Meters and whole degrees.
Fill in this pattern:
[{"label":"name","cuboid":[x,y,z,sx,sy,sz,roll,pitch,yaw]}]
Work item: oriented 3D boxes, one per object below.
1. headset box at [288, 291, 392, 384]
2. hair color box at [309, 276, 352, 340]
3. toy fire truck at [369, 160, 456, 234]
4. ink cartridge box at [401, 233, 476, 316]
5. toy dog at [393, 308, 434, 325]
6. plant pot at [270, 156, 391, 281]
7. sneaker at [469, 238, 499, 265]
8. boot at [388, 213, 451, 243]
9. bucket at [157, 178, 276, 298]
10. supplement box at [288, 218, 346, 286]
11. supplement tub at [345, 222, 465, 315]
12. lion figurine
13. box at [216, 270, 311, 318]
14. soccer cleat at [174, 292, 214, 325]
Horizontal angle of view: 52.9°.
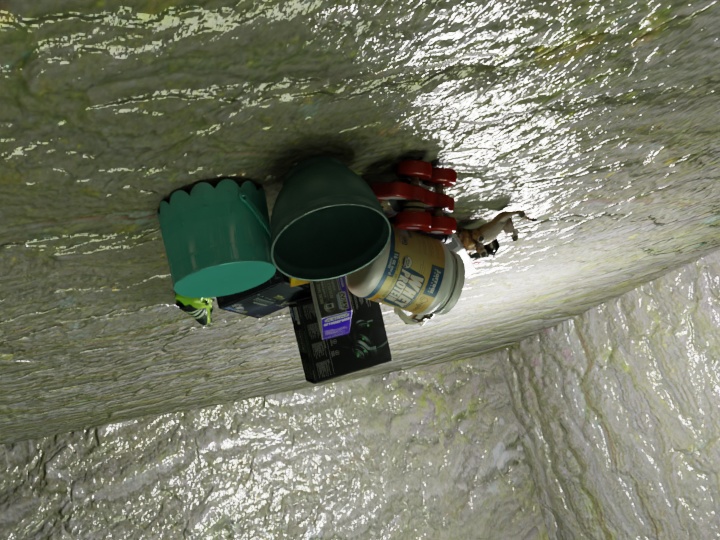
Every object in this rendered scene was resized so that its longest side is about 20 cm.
[{"label":"headset box","cuboid":[-0.038,0.130,1.567,0.195,0.179,0.093,-15,-179,-17]},{"label":"hair color box","cuboid":[-0.057,0.054,1.363,0.063,0.112,0.200,-13,165,-5]},{"label":"toy fire truck","cuboid":[0.078,-0.127,1.321,0.165,0.116,0.197,-3,175,40]},{"label":"ink cartridge box","cuboid":[0.153,0.014,1.600,0.198,0.045,0.176,-34,158,7]},{"label":"toy dog","cuboid":[0.154,0.052,1.775,0.195,0.138,0.201,-56,180,41]},{"label":"plant pot","cuboid":[-0.059,-0.096,1.178,0.194,0.137,0.202,-11,148,-7]},{"label":"sneaker","cuboid":[0.276,-0.053,1.776,0.097,0.073,0.198,-29,165,38]},{"label":"boot","cuboid":[0.070,-0.075,1.452,0.194,0.068,0.165,-10,-170,-11]},{"label":"bucket","cuboid":[-0.236,-0.047,1.215,0.201,0.138,0.208,-13,165,-3]},{"label":"supplement box","cuboid":[-0.089,-0.059,1.359,0.106,0.112,0.200,-11,164,-11]},{"label":"supplement tub","cuboid":[0.083,-0.002,1.353,0.196,0.148,0.144,17,151,-25]},{"label":"lion figurine","cuboid":[0.299,-0.092,1.672,0.195,0.074,0.123,-21,-161,-4]},{"label":"box","cuboid":[-0.195,0.044,1.527,0.154,0.052,0.200,-22,166,11]},{"label":"soccer cleat","cuboid":[-0.377,0.075,1.647,0.079,0.069,0.201,5,161,-4]}]
